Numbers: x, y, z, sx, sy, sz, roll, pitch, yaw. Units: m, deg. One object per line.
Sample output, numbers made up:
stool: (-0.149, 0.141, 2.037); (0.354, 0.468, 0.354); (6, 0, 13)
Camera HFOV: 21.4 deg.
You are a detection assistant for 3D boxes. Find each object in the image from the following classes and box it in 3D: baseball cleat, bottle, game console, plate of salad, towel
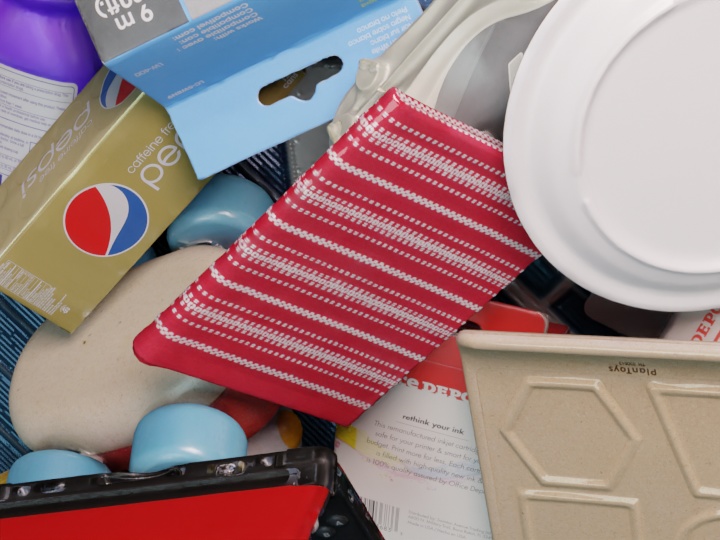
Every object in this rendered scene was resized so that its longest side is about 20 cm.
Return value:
baseball cleat: (0.074, -0.107, 0.883); (0.200, 0.070, 0.106); (-39, 139, 26)
bottle: (-0.176, -0.118, 1.049); (0.083, 0.065, 0.202); (20, 123, 10)
game console: (-0.100, 0.161, 0.933); (0.198, 0.120, 0.173); (-8, 142, 16)
plate of salad: (0.158, -0.072, 0.861); (0.198, 0.048, 0.202); (-5, 122, -9)
towel: (0.000, 0.000, 0.915); (0.144, 0.023, 0.200); (21, 129, -39)

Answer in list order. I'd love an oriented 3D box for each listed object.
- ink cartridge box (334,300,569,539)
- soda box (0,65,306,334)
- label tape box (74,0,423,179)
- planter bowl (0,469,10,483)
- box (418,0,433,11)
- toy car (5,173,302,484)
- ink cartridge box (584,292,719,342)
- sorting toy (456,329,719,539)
ink cartridge box: (0.049, 0.083, 1.057); (0.115, 0.067, 0.202); (14, 121, 15)
soda box: (-0.119, -0.065, 1.008); (0.064, 0.068, 0.200); (34, 111, -30)
label tape box: (-0.065, -0.158, 0.897); (0.143, 0.063, 0.202); (-23, 94, 15)
planter bowl: (-0.182, 0.174, 1.121); (0.198, 0.201, 0.084); (17, 140, 15)
box: (0.091, -0.140, 0.927); (0.199, 0.051, 0.158); (39, 125, -1)
toy car: (-0.079, 0.086, 1.085); (0.176, 0.186, 0.200); (-20, 137, 30)
ink cartridge box: (0.212, 0.044, 0.963); (0.199, 0.068, 0.117); (29, 125, 6)
sorting toy: (0.150, 0.109, 0.971); (0.183, 0.037, 0.202); (2, 125, 24)
